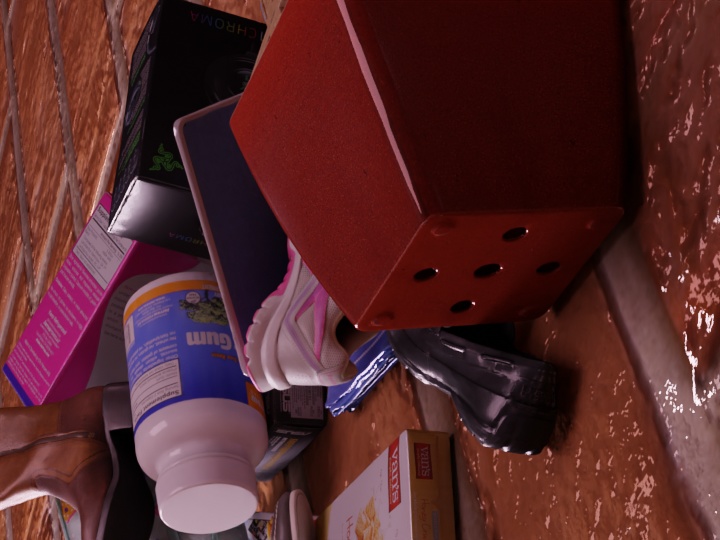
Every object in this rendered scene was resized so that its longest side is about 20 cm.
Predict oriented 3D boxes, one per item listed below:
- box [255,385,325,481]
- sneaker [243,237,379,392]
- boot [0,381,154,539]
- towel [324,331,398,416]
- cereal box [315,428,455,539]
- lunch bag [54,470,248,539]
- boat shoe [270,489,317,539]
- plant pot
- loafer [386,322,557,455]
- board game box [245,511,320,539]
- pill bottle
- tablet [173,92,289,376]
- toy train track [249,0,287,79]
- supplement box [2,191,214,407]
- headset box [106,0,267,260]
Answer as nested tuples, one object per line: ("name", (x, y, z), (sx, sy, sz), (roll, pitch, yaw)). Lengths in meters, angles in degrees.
("box", (-0.080, 0.067, 1.775), (0.158, 0.048, 0.202), (130, 141, -60))
("sneaker", (-0.013, 0.007, 1.523), (0.081, 0.087, 0.201), (57, -132, -61))
("boot", (-0.276, 0.190, 1.737), (0.198, 0.068, 0.190), (-12, 62, 24))
("towel", (0.000, 0.000, 1.605), (0.145, 0.024, 0.202), (130, 142, -57))
("cereal box", (0.017, 0.217, 1.468), (0.200, 0.039, 0.145), (127, 145, -57))
("lunch bag", (-0.182, 0.208, 1.770), (0.160, 0.077, 0.201), (-35, 55, 21))
("boat shoe", (-0.057, 0.272, 1.561), (0.067, 0.056, 0.202), (-3, -95, -77))
("plant pot", (0.056, -0.073, 1.241), (0.200, 0.198, 0.177), (123, 137, -52))
("loafer", (0.075, 0.051, 1.319), (0.201, 0.068, 0.071), (44, 118, 60))
("board game box", (-0.075, 0.270, 1.722), (0.200, 0.034, 0.128), (164, 110, -69))
("pill bottle", (-0.135, 0.111, 1.682), (0.112, 0.111, 0.201), (118, 149, -47))
("tablet", (-0.079, -0.032, 1.551), (0.014, 0.130, 0.202), (-9, 102, 35))
("toy train track", (-0.059, -0.208, 1.622), (0.200, 0.032, 0.116), (-109, 37, -68))
("supplement box", (-0.228, 0.047, 1.863), (0.201, 0.101, 0.103), (-57, 37, 9))
("headset box", (-0.108, -0.102, 1.671), (0.093, 0.173, 0.201), (127, 153, -53))
